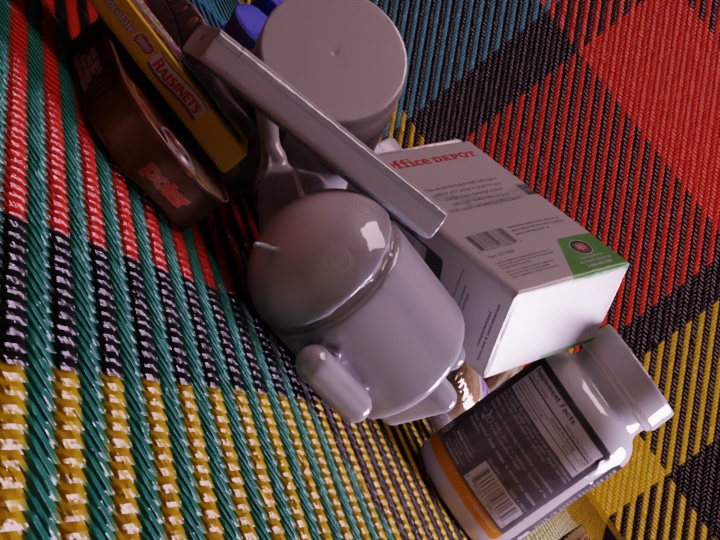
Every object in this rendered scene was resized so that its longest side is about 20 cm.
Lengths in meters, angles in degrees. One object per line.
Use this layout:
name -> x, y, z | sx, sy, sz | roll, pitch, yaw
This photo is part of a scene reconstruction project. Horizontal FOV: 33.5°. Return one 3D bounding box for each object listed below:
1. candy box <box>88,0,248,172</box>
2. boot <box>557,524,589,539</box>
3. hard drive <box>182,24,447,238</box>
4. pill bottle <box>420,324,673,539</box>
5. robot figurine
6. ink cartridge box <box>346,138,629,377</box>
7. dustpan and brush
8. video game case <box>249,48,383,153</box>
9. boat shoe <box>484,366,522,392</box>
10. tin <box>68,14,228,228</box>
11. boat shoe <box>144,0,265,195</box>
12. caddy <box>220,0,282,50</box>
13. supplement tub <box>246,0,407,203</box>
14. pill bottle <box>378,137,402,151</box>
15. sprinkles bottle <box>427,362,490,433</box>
candy box -> -0.147, -0.159, 0.830 | 0.201, 0.026, 0.102 | 53, 1, -13
boot -> 0.228, 0.345, 1.101 | 0.201, 0.066, 0.175 | 55, 18, 14
hard drive -> -0.035, -0.101, 0.852 | 0.199, 0.027, 0.132 | 38, 2, -19
pill bottle -> 0.159, 0.142, 1.024 | 0.117, 0.199, 0.116 | 53, 5, -7
robot figurine -> -0.003, 0.024, 0.837 | 0.200, 0.112, 0.171 | 51, 34, -30
ink cartridge box -> 0.095, -0.018, 0.987 | 0.145, 0.085, 0.200 | -12, 43, -39
dustpan and brush -> -0.056, -0.058, 0.938 | 0.139, 0.056, 0.203 | -21, 112, -75
video game case -> -0.070, -0.158, 1.315 | 0.181, 0.022, 0.201 | -5, -50, 52
boat shoe -> 0.131, 0.137, 1.260 | 0.064, 0.071, 0.200 | 41, -14, -2
tin -> -0.145, -0.102, 0.809 | 0.112, 0.042, 0.201 | 45, 9, -36
boat shoe -> -0.135, -0.143, 1.000 | 0.202, 0.075, 0.072 | 66, 6, 21
caddy -> -0.077, -0.238, 1.385 | 0.199, 0.105, 0.142 | 36, 49, 4
supplement tub -> -0.042, -0.141, 1.059 | 0.133, 0.131, 0.200 | 54, -21, 11
pill bottle -> 0.062, -0.048, 1.397 | 0.201, 0.119, 0.120 | 54, 6, 6
sprinkles bottle -> 0.086, 0.116, 1.116 | 0.068, 0.068, 0.201 | 59, -1, 44
